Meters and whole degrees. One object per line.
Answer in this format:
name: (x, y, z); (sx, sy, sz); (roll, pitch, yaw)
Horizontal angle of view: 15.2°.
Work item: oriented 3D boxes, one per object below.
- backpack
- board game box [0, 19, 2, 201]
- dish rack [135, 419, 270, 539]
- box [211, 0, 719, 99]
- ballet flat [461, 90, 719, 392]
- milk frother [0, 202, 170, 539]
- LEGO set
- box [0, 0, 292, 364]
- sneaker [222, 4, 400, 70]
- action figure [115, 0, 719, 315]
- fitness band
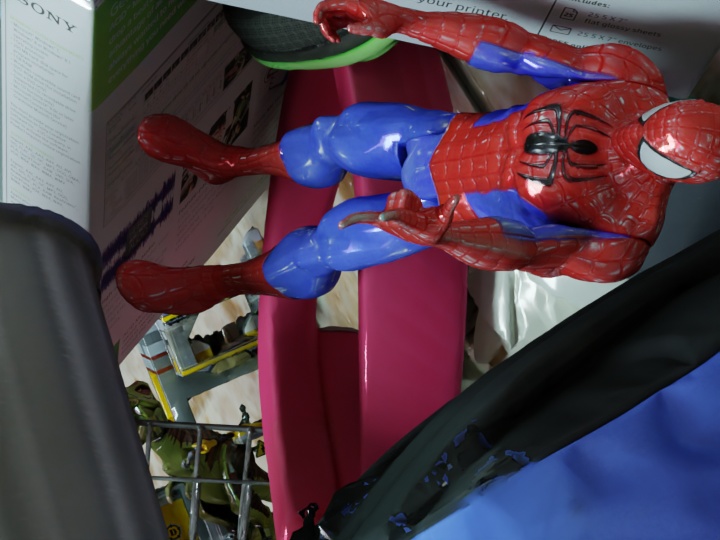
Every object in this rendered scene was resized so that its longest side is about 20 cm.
backpack: (0.089, 0.077, 0.590); (0.168, 0.200, 0.163); (60, 156, 11)
board game box: (-0.162, -0.081, 0.985); (0.200, 0.064, 0.147); (31, 180, -27)
dish rack: (-0.031, 0.110, 0.847); (0.154, 0.199, 0.055); (-92, 7, -47)
box: (0.030, -0.116, 0.588); (0.200, 0.155, 0.041); (116, 163, -60)
ballet flat: (0.054, 0.013, 0.762); (0.073, 0.073, 0.200); (61, 159, 6)
milk frother: (-0.092, 0.068, 0.652); (0.200, 0.180, 0.189); (-37, 61, 34)
LEGO set: (-0.078, 0.057, 0.975); (0.154, 0.199, 0.116); (-134, 22, -84)
box: (-0.056, -0.066, 0.830); (0.036, 0.144, 0.200); (30, 146, 13)
sneaker: (-0.001, -0.122, 0.708); (0.200, 0.084, 0.077); (128, 157, -57)
action figure: (-0.003, -0.027, 0.652); (0.200, 0.099, 0.066); (-6, 73, 44)
fitness band: (0.000, 0.000, 0.803); (0.200, 0.037, 0.144); (-102, 21, -58)
